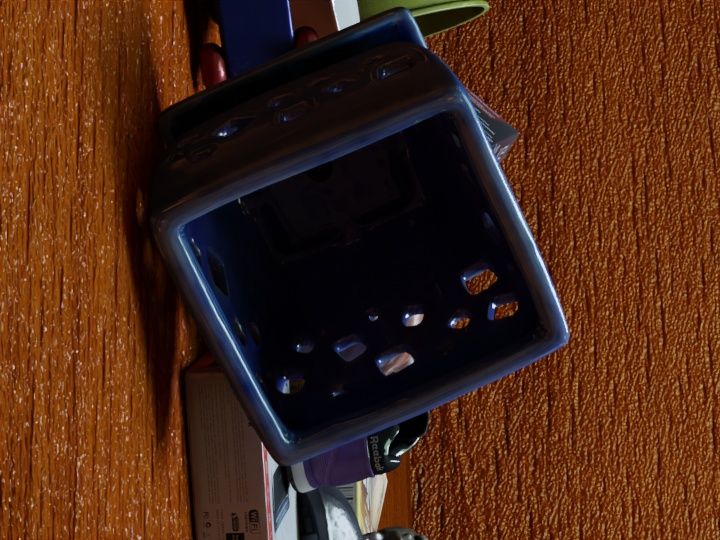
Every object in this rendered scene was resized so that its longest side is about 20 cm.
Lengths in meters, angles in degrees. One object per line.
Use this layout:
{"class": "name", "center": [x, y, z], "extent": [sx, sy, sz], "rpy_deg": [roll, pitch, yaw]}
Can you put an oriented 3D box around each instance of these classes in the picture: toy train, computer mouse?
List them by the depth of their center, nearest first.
{"class": "toy train", "center": [-0.084, -0.229, 1.593], "extent": [0.116, 0.084, 0.201], "rpy_deg": [-108, -171, -58]}
{"class": "computer mouse", "center": [-0.030, 0.233, 1.671], "extent": [0.138, 0.053, 0.201], "rpy_deg": [-8, -90, 50]}

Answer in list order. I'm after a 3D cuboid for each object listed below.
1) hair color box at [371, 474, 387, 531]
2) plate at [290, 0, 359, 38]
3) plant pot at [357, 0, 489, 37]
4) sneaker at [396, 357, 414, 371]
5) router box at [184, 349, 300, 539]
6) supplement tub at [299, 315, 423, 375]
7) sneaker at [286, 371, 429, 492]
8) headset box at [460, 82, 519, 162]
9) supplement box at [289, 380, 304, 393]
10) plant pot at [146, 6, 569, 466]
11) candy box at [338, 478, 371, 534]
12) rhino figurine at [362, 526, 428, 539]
{"class": "hair color box", "center": [-0.023, 0.190, 1.999], "extent": [0.200, 0.065, 0.110], "rpy_deg": [81, 20, -64]}
{"class": "plate", "center": [-0.053, -0.245, 1.641], "extent": [0.200, 0.032, 0.201], "rpy_deg": [46, -27, 49]}
{"class": "plant pot", "center": [-0.005, -0.303, 2.090], "extent": [0.200, 0.200, 0.194], "rpy_deg": [-1, 75, -86]}
{"class": "sneaker", "center": [0.000, 0.000, 1.779], "extent": [0.076, 0.113, 0.201], "rpy_deg": [-78, 176, -61]}
{"class": "router box", "center": [-0.076, 0.152, 1.548], "extent": [0.180, 0.049, 0.201], "rpy_deg": [-56, 142, -83]}
{"class": "supplement tub", "center": [0.004, 0.018, 1.607], "extent": [0.200, 0.106, 0.107], "rpy_deg": [-35, 122, -72]}
{"class": "sneaker", "center": [0.012, 0.104, 1.643], "extent": [0.200, 0.087, 0.076], "rpy_deg": [-59, 141, -66]}
{"class": "headset box", "center": [0.027, -0.116, 1.889], "extent": [0.077, 0.149, 0.200], "rpy_deg": [-56, 166, 28]}
{"class": "supplement box", "center": [-0.064, 0.038, 1.687], "extent": [0.069, 0.066, 0.201], "rpy_deg": [48, 38, -77]}
{"class": "plant pot", "center": [-0.010, -0.034, 1.399], "extent": [0.180, 0.199, 0.200], "rpy_deg": [-109, 175, -59]}
{"class": "candy box", "center": [-0.022, 0.146, 1.828], "extent": [0.117, 0.056, 0.201], "rpy_deg": [81, 8, -56]}
{"class": "rhino figurine", "center": [-0.012, 0.273, 1.744], "extent": [0.200, 0.060, 0.087], "rpy_deg": [-56, 149, 12]}
